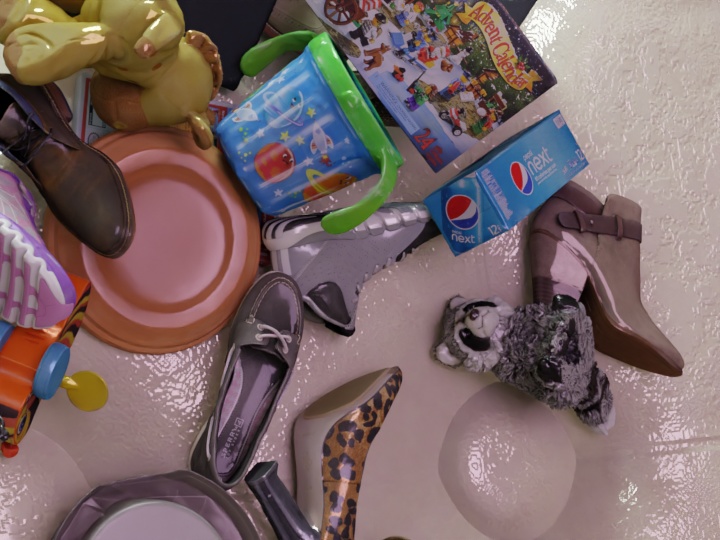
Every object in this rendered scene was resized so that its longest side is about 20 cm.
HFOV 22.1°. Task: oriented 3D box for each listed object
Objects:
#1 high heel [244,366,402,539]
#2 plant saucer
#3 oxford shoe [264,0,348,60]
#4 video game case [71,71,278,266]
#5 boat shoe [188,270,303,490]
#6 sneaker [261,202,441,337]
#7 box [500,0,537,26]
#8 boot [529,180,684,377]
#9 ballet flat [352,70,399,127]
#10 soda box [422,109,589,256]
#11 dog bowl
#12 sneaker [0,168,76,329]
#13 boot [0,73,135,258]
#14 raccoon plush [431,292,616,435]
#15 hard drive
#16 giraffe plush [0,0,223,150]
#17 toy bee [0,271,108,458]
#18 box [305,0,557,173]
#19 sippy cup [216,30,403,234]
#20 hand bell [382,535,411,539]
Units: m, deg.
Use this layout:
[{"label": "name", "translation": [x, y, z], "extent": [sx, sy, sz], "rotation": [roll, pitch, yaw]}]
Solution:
[{"label": "high heel", "translation": [-0.007, 0.188, 1.652], "extent": [0.200, 0.071, 0.143], "rotation": [-40, 112, -33]}, {"label": "plant saucer", "translation": [-0.174, -0.027, 1.595], "extent": [0.199, 0.037, 0.201], "rotation": [0, 89, -28]}, {"label": "oxford shoe", "translation": [-0.071, -0.271, 1.697], "extent": [0.200, 0.075, 0.071], "rotation": [41, 45, -17]}, {"label": "video game case", "translation": [-0.164, -0.089, 1.645], "extent": [0.199, 0.017, 0.144], "rotation": [10, 74, -26]}, {"label": "boat shoe", "translation": [-0.090, 0.098, 1.595], "extent": [0.067, 0.057, 0.201], "rotation": [23, 83, -21]}, {"label": "sneaker", "translation": [0.000, 0.000, 1.695], "extent": [0.199, 0.075, 0.116], "rotation": [-9, 97, -31]}, {"label": "box", "translation": [0.103, -0.263, 1.750], "extent": [0.106, 0.122, 0.200], "rotation": [40, 54, -7]}, {"label": "boot", "translation": [0.253, 0.002, 1.828], "extent": [0.200, 0.070, 0.147], "rotation": [28, 64, -21]}, {"label": "ballet flat", "translation": [0.017, -0.160, 1.751], "extent": [0.199, 0.046, 0.068], "rotation": [-5, 66, -35]}, {"label": "soda box", "translation": [0.140, -0.084, 1.742], "extent": [0.064, 0.068, 0.200], "rotation": [60, 36, -4]}, {"label": "dog bowl", "translation": [-0.177, 0.265, 1.535], "extent": [0.199, 0.059, 0.201], "rotation": [7, 75, -27]}, {"label": "sneaker", "translation": [-0.292, -0.035, 1.499], "extent": [0.200, 0.081, 0.088], "rotation": [40, 39, 21]}, {"label": "boot", "translation": [-0.263, -0.089, 1.508], "extent": [0.097, 0.075, 0.200], "rotation": [15, 32, -55]}, {"label": "raccoon plush", "translation": [0.152, 0.100, 1.762], "extent": [0.097, 0.133, 0.200], "rotation": [-62, 142, -40]}, {"label": "hard drive", "translation": [-0.172, -0.256, 1.629], "extent": [0.199, 0.033, 0.140], "rotation": [20, 105, -24]}, {"label": "giraffe plush", "translation": [-0.188, -0.185, 1.551], "extent": [0.162, 0.199, 0.173], "rotation": [62, 35, -51]}, {"label": "toy bee", "translation": [-0.286, 0.093, 1.502], "extent": [0.131, 0.109, 0.200], "rotation": [37, 48, 19]}, {"label": "box", "translation": [0.061, -0.207, 1.632], "extent": [0.136, 0.038, 0.200], "rotation": [-36, 100, 11]}, {"label": "sippy cup", "translation": [-0.050, -0.118, 1.616], "extent": [0.130, 0.178, 0.140], "rotation": [-30, 116, 5]}, {"label": "hand bell", "translation": [0.109, 0.286, 1.685], "extent": [0.199, 0.104, 0.105], "rotation": [0, 78, -41]}]
